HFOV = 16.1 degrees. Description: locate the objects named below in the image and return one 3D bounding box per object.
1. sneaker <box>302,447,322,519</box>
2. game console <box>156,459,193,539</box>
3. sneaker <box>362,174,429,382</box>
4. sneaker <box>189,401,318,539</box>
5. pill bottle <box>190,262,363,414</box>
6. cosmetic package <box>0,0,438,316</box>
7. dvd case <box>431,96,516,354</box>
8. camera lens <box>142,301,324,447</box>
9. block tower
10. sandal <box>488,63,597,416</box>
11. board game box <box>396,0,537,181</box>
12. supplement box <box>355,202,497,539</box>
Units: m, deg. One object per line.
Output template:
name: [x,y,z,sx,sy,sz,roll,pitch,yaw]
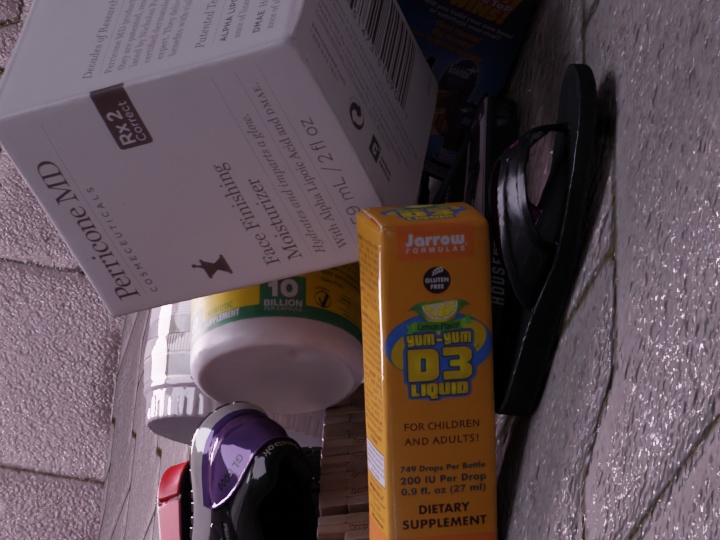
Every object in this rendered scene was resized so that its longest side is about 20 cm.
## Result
sneaker: [-0.022,0.186,1.706,0.200,0.076,0.088,-110,26,-70]
game console: [-0.072,0.226,1.723,0.200,0.031,0.177,28,-129,-57]
sneaker: [0.000,0.000,1.720,0.074,0.080,0.200,-60,-18,-71]
sneaker: [-0.061,0.189,1.587,0.088,0.076,0.200,30,131,52]
pill bottle: [-0.053,-0.018,1.649,0.113,0.113,0.200,117,157,-58]
cosmetic package: [-0.082,-0.100,1.508,0.165,0.200,0.165,-78,-33,-48]
dvd case: [0.063,0.015,1.572,0.150,0.025,0.200,116,160,-57]
camera lens: [-0.081,0.032,1.965,0.160,0.160,0.200,133,146,-72]
block tower: [0.005,0.136,1.599,0.200,0.054,0.058,-88,-9,-65]
sandal: [0.090,-0.015,1.385,0.075,0.048,0.201,-109,29,-71]
board game box: [0.027,-0.167,1.597,0.200,0.200,0.062,-52,25,39]
supplement box: [0.038,0.065,1.426,0.069,0.066,0.200,-141,47,-78]
